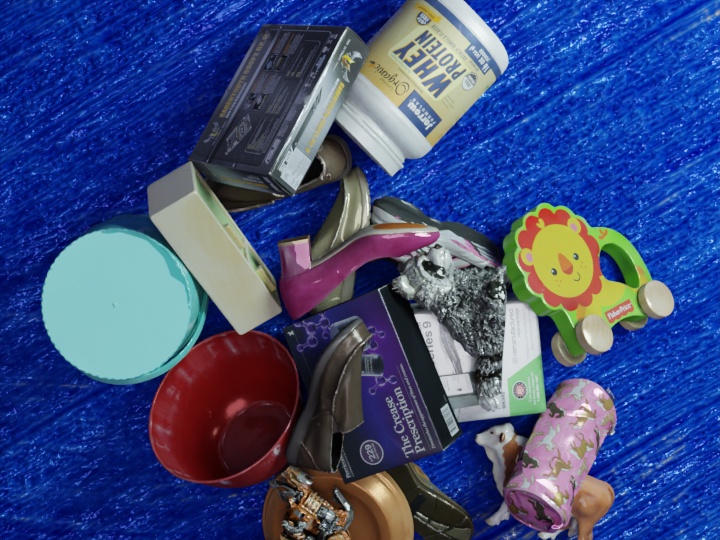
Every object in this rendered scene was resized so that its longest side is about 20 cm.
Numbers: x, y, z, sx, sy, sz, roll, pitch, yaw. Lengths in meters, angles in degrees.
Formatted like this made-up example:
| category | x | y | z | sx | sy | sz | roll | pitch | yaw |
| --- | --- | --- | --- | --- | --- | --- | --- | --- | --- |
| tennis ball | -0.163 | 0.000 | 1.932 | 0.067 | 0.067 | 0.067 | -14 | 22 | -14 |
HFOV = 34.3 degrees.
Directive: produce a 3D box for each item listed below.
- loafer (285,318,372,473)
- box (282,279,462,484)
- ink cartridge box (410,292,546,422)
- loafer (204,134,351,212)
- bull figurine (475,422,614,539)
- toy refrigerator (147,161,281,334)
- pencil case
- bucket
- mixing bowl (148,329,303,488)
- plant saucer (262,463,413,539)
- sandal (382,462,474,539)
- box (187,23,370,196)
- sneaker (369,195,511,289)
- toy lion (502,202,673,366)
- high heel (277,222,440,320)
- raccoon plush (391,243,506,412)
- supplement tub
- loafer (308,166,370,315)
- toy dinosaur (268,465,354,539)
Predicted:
| category | x | y | z | sx | sy | sz | roll | pitch | yaw |
| --- | --- | --- | --- | --- | --- | --- | --- | --- | --- |
| loafer | -0.021 | 0.146 | 1.328 | 0.070 | 0.073 | 0.202 | 27 | 117 | 13 |
| box | 0.014 | 0.132 | 1.386 | 0.140 | 0.079 | 0.202 | -23 | 89 | 26 |
| ink cartridge box | 0.123 | 0.112 | 1.461 | 0.197 | 0.084 | 0.148 | -7 | 96 | -1 |
| loafer | -0.112 | -0.118 | 1.404 | 0.198 | 0.071 | 0.074 | -17 | 96 | 21 |
| bull figurine | 0.226 | 0.281 | 1.495 | 0.198 | 0.065 | 0.122 | 26 | 98 | -3 |
| toy refrigerator | -0.170 | -0.026 | 1.394 | 0.069 | 0.076 | 0.201 | -29 | 123 | 6 |
| pencil case | 0.247 | 0.226 | 1.432 | 0.200 | 0.086 | 0.083 | -52 | 133 | -36 |
| bucket | -0.284 | 0.034 | 1.409 | 0.204 | 0.135 | 0.210 | 0 | 96 | -2 |
| mixing bowl | -0.145 | 0.186 | 1.423 | 0.199 | 0.201 | 0.109 | -32 | 140 | 1 |
| plant saucer | -0.033 | 0.327 | 1.474 | 0.198 | 0.037 | 0.203 | 3 | 104 | 13 |
| sandal | 0.063 | 0.276 | 1.490 | 0.199 | 0.055 | 0.082 | 36 | 108 | -4 |
| box | -0.097 | -0.191 | 1.359 | 0.048 | 0.157 | 0.202 | 39 | 71 | -42 |
| sneaker | 0.093 | -0.017 | 1.461 | 0.198 | 0.080 | 0.087 | 25 | 114 | -4 |
| toy lion | 0.269 | 0.004 | 1.433 | 0.199 | 0.069 | 0.193 | -22 | 83 | -35 |
| high heel | 0.000 | 0.000 | 1.381 | 0.197 | 0.067 | 0.097 | -9 | 100 | 1 |
| raccoon plush | 0.103 | 0.069 | 1.372 | 0.132 | 0.097 | 0.203 | 1 | 93 | 5 |
| supplement tub | 0.063 | -0.226 | 1.392 | 0.144 | 0.144 | 0.200 | 43 | 93 | -6 |
| loafer | -0.033 | -0.030 | 1.443 | 0.067 | 0.076 | 0.203 | 9 | 96 | -9 |
| toy dinosaur | -0.056 | 0.341 | 1.420 | 0.135 | 0.102 | 0.201 | -33 | 73 | 2 |
